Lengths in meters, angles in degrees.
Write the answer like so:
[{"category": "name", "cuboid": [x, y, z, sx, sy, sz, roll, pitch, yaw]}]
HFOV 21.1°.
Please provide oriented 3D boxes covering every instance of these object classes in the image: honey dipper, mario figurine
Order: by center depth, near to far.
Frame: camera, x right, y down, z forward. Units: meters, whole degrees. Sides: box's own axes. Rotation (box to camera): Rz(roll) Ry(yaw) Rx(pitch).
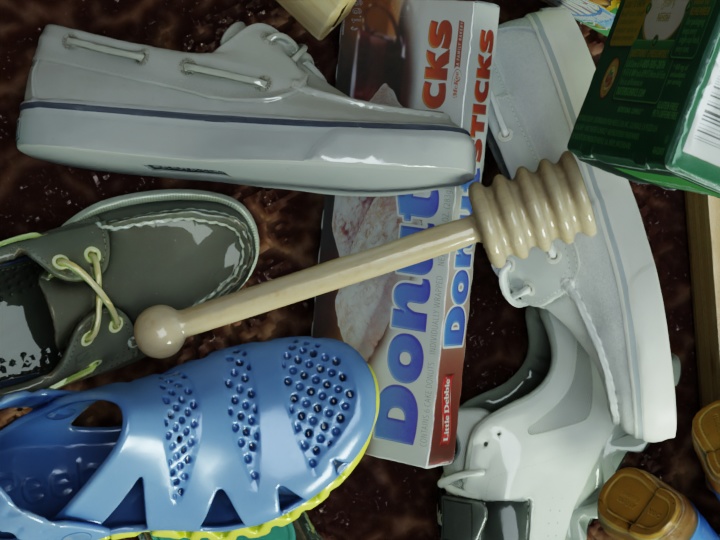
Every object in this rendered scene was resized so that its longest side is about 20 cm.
[{"category": "honey dipper", "cuboid": [0.000, 0.000, 0.808, 0.198, 0.038, 0.038, -20, 99, 4]}, {"category": "mario figurine", "cuboid": [0.179, 0.143, 0.889, 0.122, 0.107, 0.201, -13, 129, 31]}]

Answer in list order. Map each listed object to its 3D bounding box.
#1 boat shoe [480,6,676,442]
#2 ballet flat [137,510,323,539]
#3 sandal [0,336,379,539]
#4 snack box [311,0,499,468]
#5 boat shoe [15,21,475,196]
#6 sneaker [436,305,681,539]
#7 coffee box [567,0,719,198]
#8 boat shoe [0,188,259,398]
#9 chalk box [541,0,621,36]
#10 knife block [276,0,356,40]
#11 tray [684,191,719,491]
[{"category": "boat shoe", "cuboid": [0.087, -0.018, 0.848, 0.068, 0.072, 0.202, -15, 79, 2]}, {"category": "ballet flat", "cuboid": [-0.034, 0.147, 0.855, 0.074, 0.074, 0.200, -36, 70, -6]}, {"category": "sandal", "cuboid": [-0.088, 0.075, 0.807, 0.198, 0.087, 0.080, -18, 67, -1]}, {"category": "snack box", "cuboid": [0.017, -0.019, 0.856, 0.024, 0.071, 0.202, -1, 97, -54]}, {"category": "boat shoe", "cuboid": [-0.047, -0.072, 0.820, 0.198, 0.072, 0.066, 5, 83, 15]}, {"category": "sneaker", "cuboid": [0.060, 0.105, 0.877, 0.088, 0.074, 0.201, 31, 79, -13]}, {"category": "coffee box", "cuboid": [0.146, -0.128, 0.721, 0.044, 0.123, 0.202, 20, 92, -12]}, {"category": "boat shoe", "cuboid": [-0.135, 0.018, 0.831, 0.200, 0.060, 0.073, -19, 99, -9]}, {"category": "chalk box", "cuboid": [0.113, -0.177, 0.831, 0.199, 0.124, 0.126, 25, 91, -13]}, {"category": "knife block", "cuboid": [-0.084, -0.201, 0.794, 0.174, 0.064, 0.202, -1, 78, -12]}, {"category": "tray", "cuboid": [0.206, 0.000, 0.914, 0.098, 0.037, 0.202, -7, 96, -11]}]
